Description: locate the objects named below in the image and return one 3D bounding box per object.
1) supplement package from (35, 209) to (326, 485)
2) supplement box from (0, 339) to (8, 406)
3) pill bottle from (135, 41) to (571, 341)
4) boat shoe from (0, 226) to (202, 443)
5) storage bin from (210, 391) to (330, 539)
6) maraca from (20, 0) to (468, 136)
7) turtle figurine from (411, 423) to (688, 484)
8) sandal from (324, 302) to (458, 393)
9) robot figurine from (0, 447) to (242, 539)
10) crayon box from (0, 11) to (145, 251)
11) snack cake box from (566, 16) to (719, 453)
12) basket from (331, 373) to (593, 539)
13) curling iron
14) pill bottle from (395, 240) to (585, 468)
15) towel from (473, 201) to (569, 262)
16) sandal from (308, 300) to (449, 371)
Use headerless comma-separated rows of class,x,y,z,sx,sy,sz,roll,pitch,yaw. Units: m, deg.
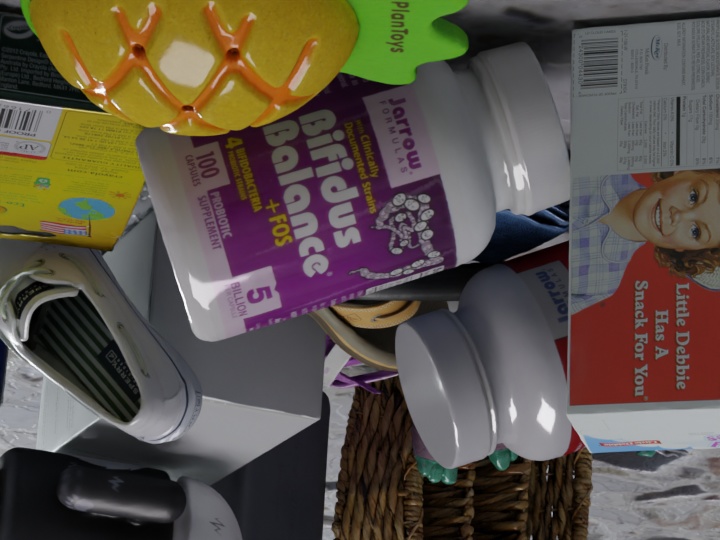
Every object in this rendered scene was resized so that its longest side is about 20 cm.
supplement package,-0.112,0.053,1.575,0.117,0.117,0.200,13,158,-22
supplement box,-0.322,0.031,1.556,0.199,0.110,0.109,11,158,-19
pill bottle,-0.002,-0.045,1.256,0.199,0.113,0.112,-18,160,-4
boat shoe,-0.170,0.018,1.438,0.200,0.074,0.067,38,-173,21
storage bin,-0.103,0.153,1.720,0.134,0.201,0.145,-15,152,39
maraca,-0.051,-0.115,1.131,0.199,0.107,0.137,2,159,2
turtle figurine,0.131,0.081,1.632,0.149,0.101,0.200,12,153,-38
sandal,0.008,0.052,1.648,0.202,0.050,0.082,-15,152,42
robot figurine,-0.170,0.175,1.575,0.199,0.125,0.150,10,-178,-14
crayon box,-0.175,-0.071,1.348,0.126,0.051,0.200,7,158,-13
snack cake box,0.161,-0.018,1.225,0.114,0.201,0.067,-2,160,15
basket,0.070,0.167,1.734,0.148,0.201,0.143,-2,158,20
curling iron,0.071,0.006,1.469,0.199,0.026,0.050,-7,-170,-22
pill bottle,0.125,0.038,1.413,0.199,0.113,0.112,-18,164,-15
towel,0.012,-0.049,1.383,0.199,0.049,0.112,14,158,-27
sandal,0.000,0.000,1.485,0.054,0.081,0.200,-19,146,29
